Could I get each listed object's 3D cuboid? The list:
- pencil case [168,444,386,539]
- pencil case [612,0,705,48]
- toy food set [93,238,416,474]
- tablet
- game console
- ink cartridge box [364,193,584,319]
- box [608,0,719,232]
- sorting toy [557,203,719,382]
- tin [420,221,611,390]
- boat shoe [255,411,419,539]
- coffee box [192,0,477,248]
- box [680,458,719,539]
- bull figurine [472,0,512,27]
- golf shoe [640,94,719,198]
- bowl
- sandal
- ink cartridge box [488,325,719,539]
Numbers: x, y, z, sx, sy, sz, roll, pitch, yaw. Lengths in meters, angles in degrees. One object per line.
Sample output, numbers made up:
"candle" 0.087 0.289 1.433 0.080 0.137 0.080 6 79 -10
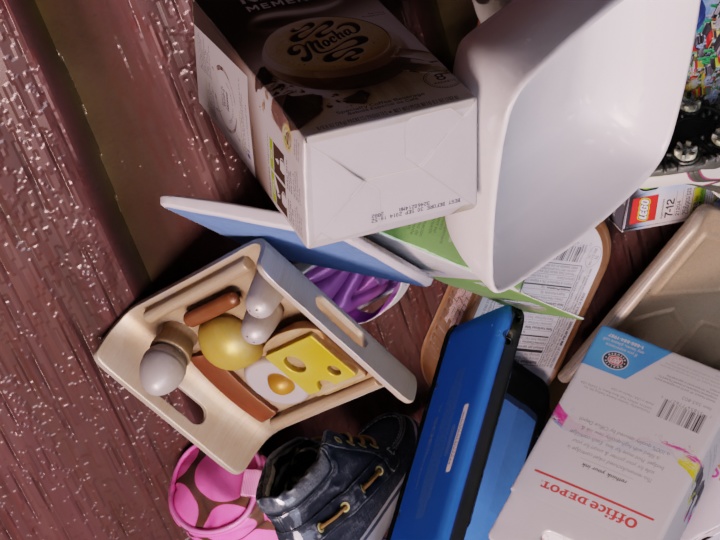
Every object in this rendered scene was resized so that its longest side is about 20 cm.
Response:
"pencil case" -0.055 0.201 1.548 0.200 0.093 0.091 42 63 -43
"pencil case" 0.170 -0.240 1.341 0.087 0.078 0.201 -42 128 -31
"toy food set" -0.073 0.067 1.378 0.143 0.061 0.200 42 141 -20
"tablet" -0.037 -0.020 1.336 0.200 0.129 0.014 29 73 -70
"game console" 0.097 0.146 1.470 0.118 0.171 0.201 21 73 -15
"ink cartridge box" 0.056 -0.029 1.398 0.199 0.104 0.060 22 83 -22
"box" 0.244 -0.128 1.508 0.109 0.035 0.201 -11 127 -21
"sorting toy" 0.266 0.026 1.610 0.199 0.037 0.185 8 129 -43
"tin" 0.117 0.026 1.552 0.111 0.042 0.201 8 119 -27
"boat shoe" -0.010 0.142 1.494 0.071 0.200 0.091 -15 114 28
"coffee box" -0.020 -0.106 1.271 0.112 0.200 0.080 -14 125 -19
"box" 0.261 0.209 1.602 0.199 0.097 0.177 -29 142 2
"bull figurine" 0.100 -0.176 1.365 0.121 0.065 0.201 -44 133 -39
"golf shoe" 0.255 -0.082 1.476 0.199 0.077 0.088 -14 135 -18
"bowl" 0.125 -0.108 1.300 0.200 0.075 0.200 -36 148 -30
"sandal" 0.003 0.005 1.465 0.202 0.050 0.083 -36 133 -2
"ink cartridge box" 0.185 0.151 1.489 0.200 0.115 0.068 -57 156 -29
